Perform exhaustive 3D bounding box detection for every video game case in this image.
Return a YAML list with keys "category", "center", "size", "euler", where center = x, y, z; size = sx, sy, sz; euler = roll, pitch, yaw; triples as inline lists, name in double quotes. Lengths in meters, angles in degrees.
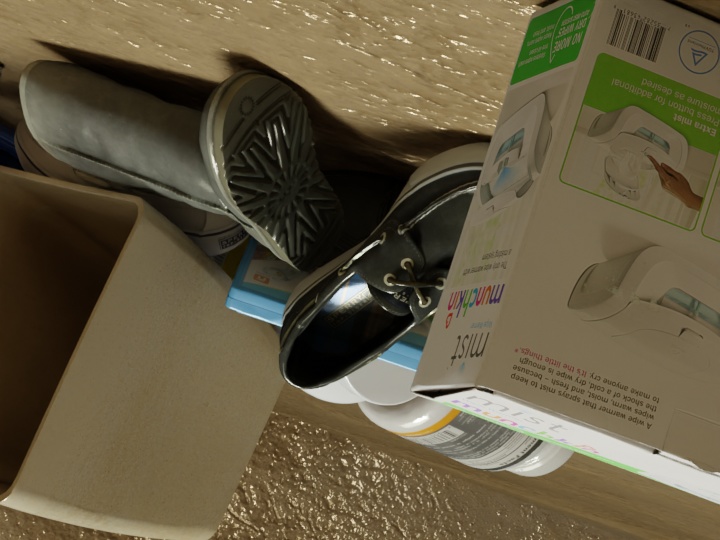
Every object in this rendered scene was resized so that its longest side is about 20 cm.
- category: "video game case"
  center: [0.000, 0.000, 1.612]
  size: [0.143, 0.018, 0.200]
  euler: [19, -156, -1]

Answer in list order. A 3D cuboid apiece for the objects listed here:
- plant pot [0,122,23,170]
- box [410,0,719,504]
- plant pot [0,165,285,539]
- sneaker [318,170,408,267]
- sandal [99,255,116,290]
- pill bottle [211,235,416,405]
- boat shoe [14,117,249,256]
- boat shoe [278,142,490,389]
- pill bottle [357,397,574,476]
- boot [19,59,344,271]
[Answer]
- category: "plant pot"
  center: [-0.308, 0.007, 1.841]
  size: [0.200, 0.180, 0.200]
  euler: [30, -153, -52]
- category: "box"
  center: [0.148, 0.001, 1.065]
  size: [0.200, 0.177, 0.097]
  euler: [20, 172, -14]
- category: "plant pot"
  center: [-0.165, 0.069, 1.647]
  size: [0.177, 0.200, 0.200]
  euler: [30, 170, -36]
- category: "sneaker"
  center: [0.052, -0.025, 1.557]
  size: [0.200, 0.075, 0.079]
  euler: [14, 158, -9]
- category: "sandal"
  center: [-0.151, 0.001, 1.778]
  size: [0.082, 0.203, 0.050]
  euler: [6, -156, -19]
- category: "pill bottle"
  center: [-0.023, 0.024, 1.729]
  size: [0.112, 0.112, 0.200]
  euler: [23, -177, -32]
- category: "boat shoe"
  center: [-0.152, -0.073, 1.655]
  size: [0.200, 0.072, 0.066]
  euler: [31, 148, 38]
- category: "boat shoe"
  center: [0.024, 0.004, 1.441]
  size: [0.069, 0.057, 0.200]
  euler: [36, 130, -16]
- category: "pill bottle"
  center: [0.091, 0.097, 2.080]
  size: [0.116, 0.116, 0.200]
  euler: [12, 171, 40]
- category: "boot"
  center: [-0.115, -0.085, 1.503]
  size: [0.200, 0.073, 0.182]
  euler: [32, 158, 29]
